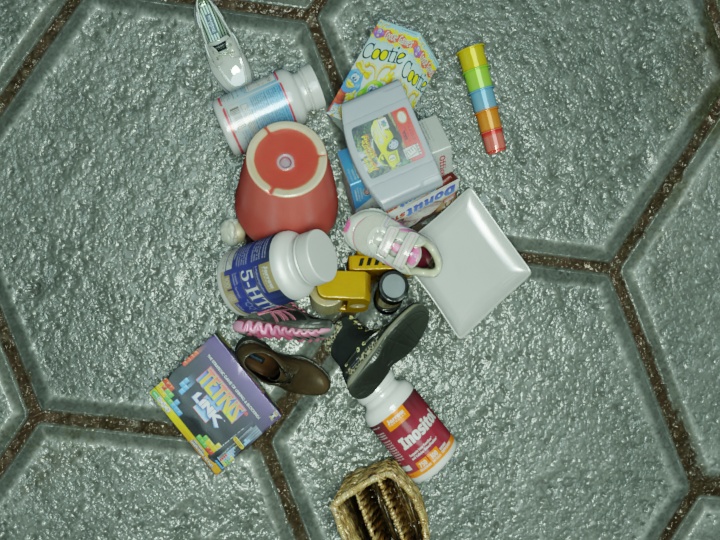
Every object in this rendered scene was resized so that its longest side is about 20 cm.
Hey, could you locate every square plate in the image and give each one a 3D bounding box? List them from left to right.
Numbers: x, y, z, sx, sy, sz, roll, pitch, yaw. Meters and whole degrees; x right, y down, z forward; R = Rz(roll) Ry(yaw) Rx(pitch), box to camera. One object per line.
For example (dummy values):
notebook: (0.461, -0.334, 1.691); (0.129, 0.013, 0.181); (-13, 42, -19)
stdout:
square plate: (0.191, -0.014, 1.382); (0.197, 0.028, 0.202); (-39, 93, -16)

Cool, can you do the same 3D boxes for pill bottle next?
pill bottle: (-0.168, -0.303, 1.388); (0.196, 0.109, 0.111); (-25, 91, -3)
pill bottle: (-0.143, -0.001, 1.304); (0.196, 0.119, 0.123); (-17, 90, 31)
pill bottle: (0.080, 0.282, 1.394); (0.112, 0.113, 0.201); (-40, 92, -3)

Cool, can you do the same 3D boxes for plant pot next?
plant pot: (-0.131, -0.156, 1.329); (0.194, 0.178, 0.206); (2, 71, -5)

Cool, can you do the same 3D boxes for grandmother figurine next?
grandmother figurine: (-0.171, -0.063, 1.415); (0.194, 0.061, 0.124); (7, 62, 0)

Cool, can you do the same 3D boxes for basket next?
basket: (0.049, 0.466, 1.361); (0.140, 0.149, 0.205); (-21, 90, 11)

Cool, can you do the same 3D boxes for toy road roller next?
toy road roller: (0.000, 0.000, 1.394); (0.194, 0.123, 0.150); (-1, 75, -5)

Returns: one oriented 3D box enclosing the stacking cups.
stacking cups: (0.239, -0.328, 1.436); (0.059, 0.061, 0.205); (-17, 90, -3)

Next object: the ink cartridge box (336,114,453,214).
ink cartridge box: (0.068, -0.178, 1.373); (0.195, 0.146, 0.085); (-21, 58, -3)

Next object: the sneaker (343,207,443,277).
sneaker: (0.065, -0.044, 1.266); (0.196, 0.088, 0.083); (17, 101, -25)

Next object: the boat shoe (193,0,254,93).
boat shoe: (-0.264, -0.417, 1.405); (0.072, 0.067, 0.203); (-30, 91, -3)

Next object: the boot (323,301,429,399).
boot: (0.022, 0.113, 1.366); (0.205, 0.154, 0.073); (-50, 128, 4)

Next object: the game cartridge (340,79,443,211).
game cartridge: (0.045, -0.213, 1.282); (0.130, 0.041, 0.204); (-23, 81, 1)

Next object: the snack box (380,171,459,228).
snack box: (0.091, -0.108, 1.349); (0.197, 0.073, 0.024); (-29, 60, -18)

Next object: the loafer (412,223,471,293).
loafer: (0.150, -0.028, 1.421); (0.199, 0.073, 0.071); (42, 86, -4)

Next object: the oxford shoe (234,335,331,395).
oxford shoe: (-0.141, 0.194, 1.387); (0.196, 0.084, 0.074); (22, 99, -20)

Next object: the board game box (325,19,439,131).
board game box: (0.042, -0.338, 1.385); (0.104, 0.103, 0.203); (28, 87, 32)

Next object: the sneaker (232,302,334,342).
sneaker: (-0.142, 0.081, 1.398); (0.194, 0.079, 0.098); (5, 73, 9)

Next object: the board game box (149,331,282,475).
board game box: (-0.269, 0.248, 1.404); (0.165, 0.057, 0.201); (-41, 92, -2)
